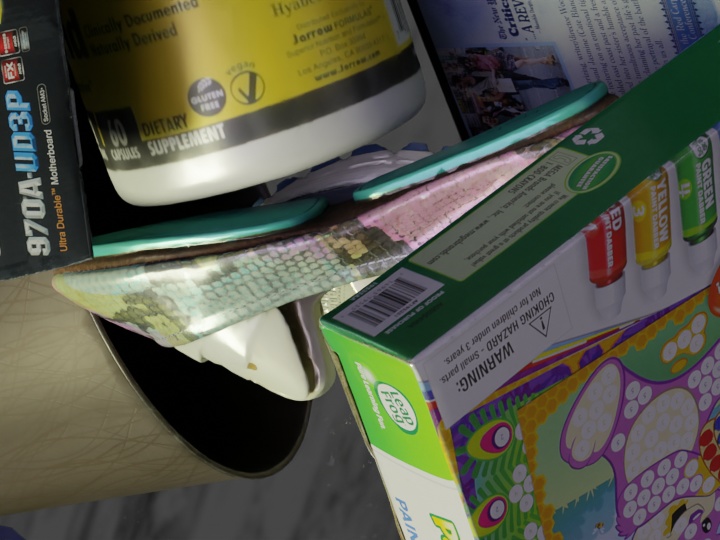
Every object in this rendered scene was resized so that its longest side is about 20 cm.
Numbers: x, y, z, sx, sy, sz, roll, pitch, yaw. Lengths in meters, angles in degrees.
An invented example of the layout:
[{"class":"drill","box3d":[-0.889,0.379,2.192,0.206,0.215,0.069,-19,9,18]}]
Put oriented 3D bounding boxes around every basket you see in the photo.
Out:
[{"class":"basket","box3d":[-0.143,0.021,0.826,0.200,0.136,0.180,-22,88,30]}]

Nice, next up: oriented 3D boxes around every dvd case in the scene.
[{"class":"dvd case","box3d":[0.100,-0.082,0.694,0.200,0.018,0.143,6,133,38]}]

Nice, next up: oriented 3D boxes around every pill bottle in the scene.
[{"class":"pill bottle","box3d":[-0.058,-0.130,0.700,0.111,0.111,0.200,-13,102,27]}]

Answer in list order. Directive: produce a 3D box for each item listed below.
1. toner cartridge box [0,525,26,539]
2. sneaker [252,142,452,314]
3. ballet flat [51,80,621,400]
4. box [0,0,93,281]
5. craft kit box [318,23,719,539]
[{"class":"toner cartridge box","box3d":[-0.128,0.168,0.816,0.200,0.043,0.095,25,98,57]},{"class":"sneaker","box3d":[0.049,0.014,0.723,0.200,0.077,0.085,5,58,14]},{"class":"ballet flat","box3d":[0.000,0.000,0.682,0.200,0.069,0.071,-16,98,12]},{"class":"box","box3d":[-0.135,-0.108,0.675,0.200,0.046,0.159,-129,31,-58]},{"class":"craft kit box","box3d":[0.099,0.045,0.634,0.049,0.200,0.198,23,141,46]}]
